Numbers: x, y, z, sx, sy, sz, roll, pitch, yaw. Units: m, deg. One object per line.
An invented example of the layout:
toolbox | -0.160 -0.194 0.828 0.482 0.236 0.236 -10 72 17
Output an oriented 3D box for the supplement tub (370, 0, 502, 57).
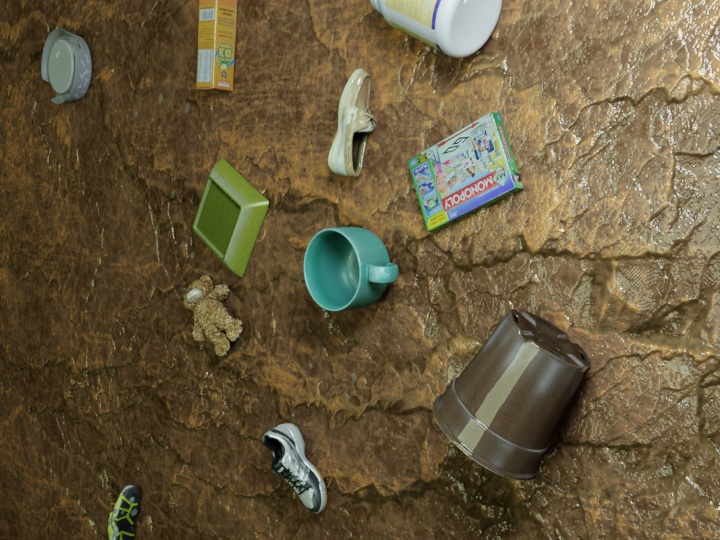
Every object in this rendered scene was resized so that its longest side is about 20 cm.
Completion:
supplement tub | 0.121 -0.456 1.417 0.199 0.144 0.147 38 118 35

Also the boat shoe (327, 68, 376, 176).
boat shoe | -0.005 -0.275 1.610 0.066 0.074 0.203 22 110 27

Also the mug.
mug | -0.007 0.005 1.597 0.185 0.113 0.153 45 121 31

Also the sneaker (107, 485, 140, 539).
sneaker | -0.647 0.661 2.289 0.076 0.075 0.203 31 112 37

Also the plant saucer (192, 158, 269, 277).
plant saucer | -0.308 -0.119 1.921 0.200 0.047 0.202 42 120 34

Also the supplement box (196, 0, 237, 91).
supplement box | -0.319 -0.502 1.890 0.068 0.066 0.204 13 103 39

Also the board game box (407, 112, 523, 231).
board game box | 0.177 -0.166 1.466 0.199 0.029 0.137 -26 74 42

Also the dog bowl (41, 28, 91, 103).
dog bowl | -0.815 -0.564 2.365 0.198 0.058 0.204 4 95 43

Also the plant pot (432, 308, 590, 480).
plant pot | 0.245 0.183 1.330 0.200 0.199 0.200 42 111 33

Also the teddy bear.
teddy bear | -0.346 0.101 1.962 0.145 0.066 0.202 -37 69 36

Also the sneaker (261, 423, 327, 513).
sneaker | -0.144 0.421 1.780 0.076 0.087 0.202 -46 64 33
